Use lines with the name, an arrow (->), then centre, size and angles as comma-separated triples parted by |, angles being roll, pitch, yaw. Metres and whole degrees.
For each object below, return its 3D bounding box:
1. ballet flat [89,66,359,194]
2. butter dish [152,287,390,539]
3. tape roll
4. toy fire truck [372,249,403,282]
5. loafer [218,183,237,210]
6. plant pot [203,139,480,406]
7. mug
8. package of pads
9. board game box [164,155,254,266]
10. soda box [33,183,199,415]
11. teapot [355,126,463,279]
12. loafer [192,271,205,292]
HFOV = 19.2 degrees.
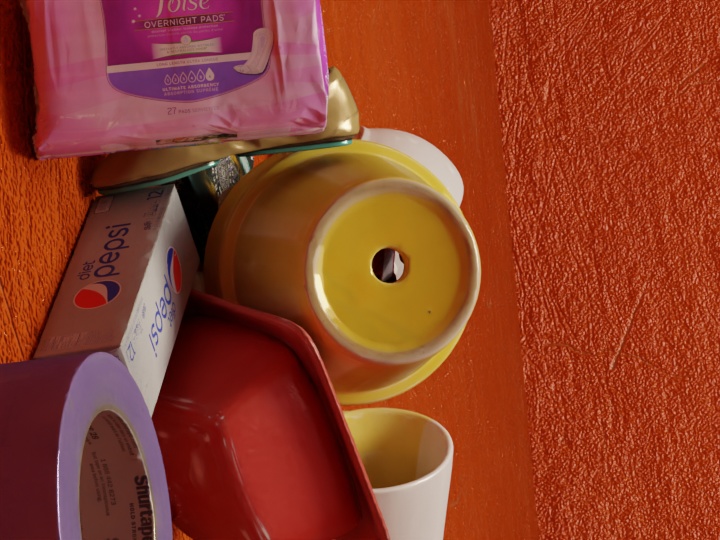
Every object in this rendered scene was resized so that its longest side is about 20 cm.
ballet flat -> -0.101, -0.104, 1.526 | 0.069, 0.199, 0.063 | -148, -133, -74
butter dish -> -0.101, 0.132, 1.498 | 0.148, 0.199, 0.201 | -34, 119, -27
tape roll -> -0.180, 0.151, 1.249 | 0.200, 0.085, 0.201 | -8, 90, -78
toy fire truck -> -0.010, 0.014, 1.748 | 0.168, 0.112, 0.201 | -48, 153, -44
loafer -> -0.081, -0.038, 1.739 | 0.200, 0.067, 0.076 | 96, 1, -73
plant pot -> 0.000, 0.000, 1.541 | 0.189, 0.200, 0.202 | 176, -93, -76
mug -> 0.021, 0.224, 2.030 | 0.187, 0.149, 0.154 | -61, 151, -59
package of pads -> -0.123, -0.143, 1.407 | 0.076, 0.199, 0.121 | 132, -48, -86
board game box -> -0.132, -0.099, 1.743 | 0.200, 0.028, 0.136 | 68, 20, -50
soda box -> -0.163, 0.024, 1.449 | 0.200, 0.063, 0.068 | -80, 158, -55
teapot -> -0.008, -0.066, 2.038 | 0.146, 0.200, 0.198 | 41, 63, -15
loafer -> -0.093, 0.040, 1.755 | 0.200, 0.068, 0.076 | 36, 46, -76
